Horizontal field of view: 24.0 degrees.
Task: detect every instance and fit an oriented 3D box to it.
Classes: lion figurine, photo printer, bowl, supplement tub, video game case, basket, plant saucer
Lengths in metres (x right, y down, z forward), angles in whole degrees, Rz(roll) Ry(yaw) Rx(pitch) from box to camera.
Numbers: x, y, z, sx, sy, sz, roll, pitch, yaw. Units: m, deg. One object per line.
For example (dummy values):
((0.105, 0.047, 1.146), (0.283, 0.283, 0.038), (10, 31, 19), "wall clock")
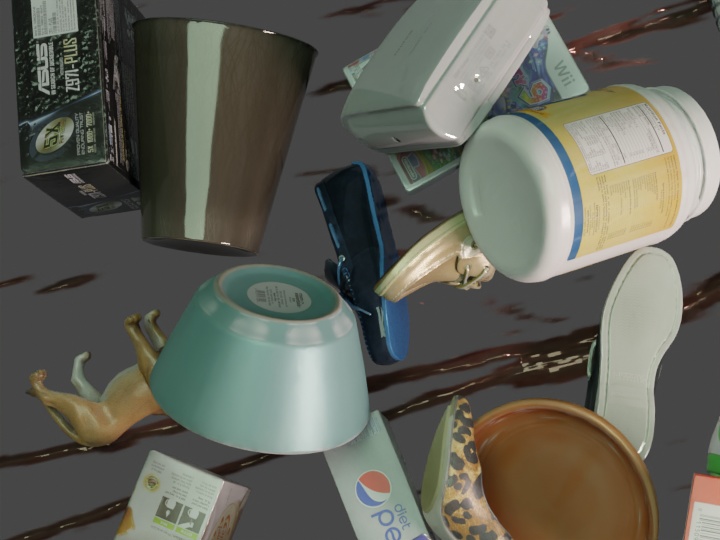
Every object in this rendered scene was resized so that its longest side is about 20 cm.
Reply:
((-0.218, 0.117, 1.601), (0.199, 0.072, 0.123), (-30, 82, 18), "lion figurine")
((0.068, -0.185, 1.525), (0.069, 0.200, 0.167), (39, 77, -20), "photo printer")
((-0.081, 0.065, 1.486), (0.199, 0.201, 0.106), (17, 115, 13), "bowl")
((0.201, -0.081, 1.481), (0.198, 0.145, 0.146), (-17, 73, -29), "supplement tub")
((0.100, -0.181, 1.621), (0.199, 0.018, 0.144), (-29, 74, 3), "video game case")
((-0.140, -0.121, 1.596), (0.178, 0.136, 0.203), (9, 84, -11), "basket")
((0.168, 0.207, 1.484), (0.198, 0.037, 0.203), (5, 103, 24), "plant saucer")

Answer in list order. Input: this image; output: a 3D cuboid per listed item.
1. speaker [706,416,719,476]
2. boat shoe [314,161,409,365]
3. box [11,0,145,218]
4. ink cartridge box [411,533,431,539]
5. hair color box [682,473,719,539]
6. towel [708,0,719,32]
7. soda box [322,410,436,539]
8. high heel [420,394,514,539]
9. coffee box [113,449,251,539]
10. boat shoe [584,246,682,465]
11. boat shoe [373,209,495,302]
((0.373, 0.097, 1.479), (0.088, 0.088, 0.202), (22, 83, 14), "speaker")
((0.000, 0.000, 1.581), (0.068, 0.084, 0.202), (-17, 59, 14), "boat shoe")
((-0.261, -0.170, 1.611), (0.085, 0.164, 0.202), (-8, 78, 9), "box")
((0.035, 0.341, 1.430), (0.197, 0.200, 0.047), (-34, 29, 17), "ink cartridge box")
((0.299, 0.236, 1.403), (0.063, 0.200, 0.112), (9, 80, 13), "hair color box")
((0.423, -0.242, 1.542), (0.198, 0.086, 0.167), (-14, 75, 9), "towel")
((0.029, 0.232, 1.522), (0.063, 0.068, 0.202), (-23, 75, 3), "soda box")
((0.126, 0.214, 1.470), (0.141, 0.071, 0.203), (7, 82, -11), "high heel")
((-0.180, 0.274, 1.530), (0.079, 0.114, 0.202), (20, 82, 13), "coffee box")
((0.238, 0.079, 1.519), (0.075, 0.060, 0.202), (18, 80, -6), "boat shoe")
((0.099, -0.018, 1.532), (0.199, 0.072, 0.065), (-32, 84, -30), "boat shoe")
